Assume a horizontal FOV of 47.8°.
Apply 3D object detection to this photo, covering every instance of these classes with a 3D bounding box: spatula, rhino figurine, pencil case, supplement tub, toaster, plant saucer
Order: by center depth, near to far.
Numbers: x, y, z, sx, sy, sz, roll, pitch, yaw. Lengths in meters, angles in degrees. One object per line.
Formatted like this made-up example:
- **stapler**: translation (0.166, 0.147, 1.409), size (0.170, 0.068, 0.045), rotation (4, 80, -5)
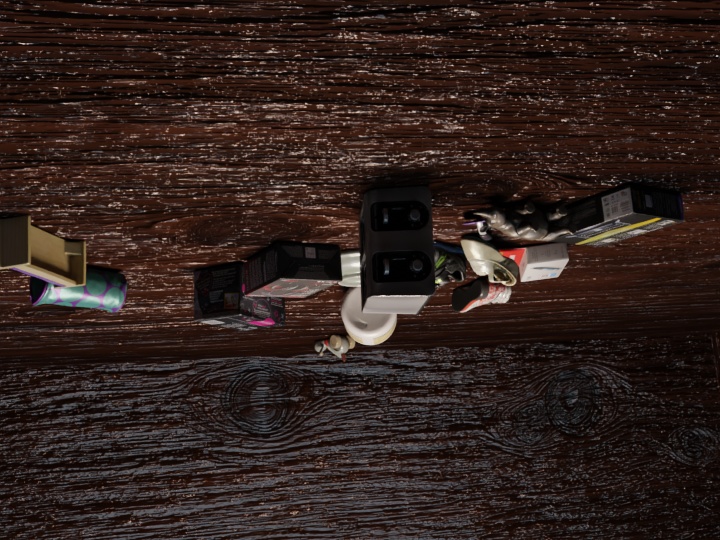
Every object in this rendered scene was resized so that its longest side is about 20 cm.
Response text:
- **toaster**: translation (0.060, -0.028, 1.366), size (0.115, 0.186, 0.200), rotation (0, 167, -4)
- **rhino figurine**: translation (0.283, -0.088, 1.443), size (0.195, 0.062, 0.087), rotation (5, 170, -26)
- **spatula**: translation (0.233, -0.079, 1.562), size (0.055, 0.021, 0.200), rotation (-8, 168, 14)
- **pencil case**: translation (-0.581, 0.037, 1.671), size (0.092, 0.087, 0.198), rotation (-31, 154, 31)
- **plant saucer**: translation (0.000, 0.000, 1.782), size (0.194, 0.052, 0.200), rotation (-5, 168, -1)
- **supplement tub**: translation (0.024, 0.112, 2.080), size (0.140, 0.149, 0.200), rotation (-4, 168, 1)

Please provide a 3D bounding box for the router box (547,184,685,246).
- **router box**: translation (0.461, -0.096, 1.483), size (0.154, 0.054, 0.198), rotation (4, 165, -35)

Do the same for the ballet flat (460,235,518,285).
- **ballet flat**: translation (0.272, -0.013, 1.699), size (0.068, 0.071, 0.198), rotation (-13, 156, 38)

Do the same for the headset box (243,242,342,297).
- **headset box**: translation (-0.147, 0.005, 1.690), size (0.146, 0.077, 0.199), rotation (3, 166, -32)

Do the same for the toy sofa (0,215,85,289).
- **toy sofa**: translation (-0.560, -0.026, 1.394), size (0.095, 0.085, 0.200), rotation (-7, 168, 8)

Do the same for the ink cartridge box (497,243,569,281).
- **ink cartridge box**: translation (0.376, -0.014, 1.857), size (0.171, 0.046, 0.200), rotation (-7, 167, 6)

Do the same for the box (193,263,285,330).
- **box**: translation (-0.270, 0.063, 1.826), size (0.129, 0.118, 0.199), rotation (-8, 166, 23)

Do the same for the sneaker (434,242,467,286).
- **sneaker**: translation (0.156, -0.011, 1.700), size (0.196, 0.085, 0.070), rotation (7, 164, -40)

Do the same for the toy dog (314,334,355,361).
- **toy dog**: translation (-0.096, 0.296, 3.007), size (0.128, 0.099, 0.200), rotation (0, 167, -16)

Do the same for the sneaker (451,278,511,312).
- **sneaker**: translation (0.326, 0.071, 2.175), size (0.105, 0.069, 0.201), rotation (3, 164, -19)
